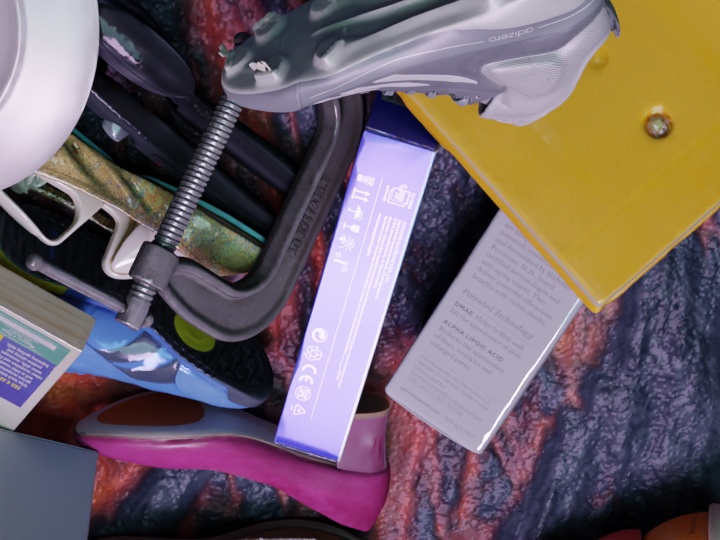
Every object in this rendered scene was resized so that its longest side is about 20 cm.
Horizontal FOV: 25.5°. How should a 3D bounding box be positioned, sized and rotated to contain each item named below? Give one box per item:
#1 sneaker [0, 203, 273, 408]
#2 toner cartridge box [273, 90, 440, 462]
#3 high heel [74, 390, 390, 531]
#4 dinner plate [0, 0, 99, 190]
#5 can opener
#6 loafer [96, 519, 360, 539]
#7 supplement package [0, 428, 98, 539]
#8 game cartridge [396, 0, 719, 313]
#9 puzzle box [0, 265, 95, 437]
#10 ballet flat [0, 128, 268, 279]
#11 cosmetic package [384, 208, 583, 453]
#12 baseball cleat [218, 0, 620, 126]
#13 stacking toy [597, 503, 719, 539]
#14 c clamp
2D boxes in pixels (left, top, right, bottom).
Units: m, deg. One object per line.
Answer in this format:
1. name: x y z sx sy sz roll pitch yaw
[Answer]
1. sneaker: -0.147 0.035 0.944 0.199 0.066 0.078 29 127 -22
2. toner cartridge box: 0.000 0.000 0.920 0.043 0.095 0.201 17 114 0
3. high heel: -0.077 0.127 0.991 0.199 0.067 0.097 1 114 -8
4. dinner plate: -0.230 -0.132 0.823 0.199 0.024 0.201 4 107 13
5. can opener: -0.100 -0.080 0.890 0.063 0.079 0.200 -42 124 4
6. loafer: -0.087 0.208 1.021 0.199 0.070 0.076 -4 103 -5
7. supplement package: -0.250 0.222 0.915 0.146 0.201 0.192 15 131 -15
8. game cartridge: 0.123 -0.108 0.843 0.176 0.032 0.200 -40 79 -6
9. puzzle box: -0.261 0.017 0.890 0.199 0.026 0.133 32 138 -15
10. ballet flat: -0.145 -0.034 0.898 0.199 0.071 0.071 32 108 -18
11. cosmetic package: 0.101 -0.001 0.926 0.074 0.102 0.201 32 108 7
12. baseball cleat: 0.030 -0.101 0.794 0.199 0.070 0.107 -14 136 27
13. stacking toy: 0.154 0.227 1.062 0.199 0.146 0.147 0 118 13
14. c clamp: -0.069 -0.047 0.858 0.171 0.027 0.201 42 71 -46
